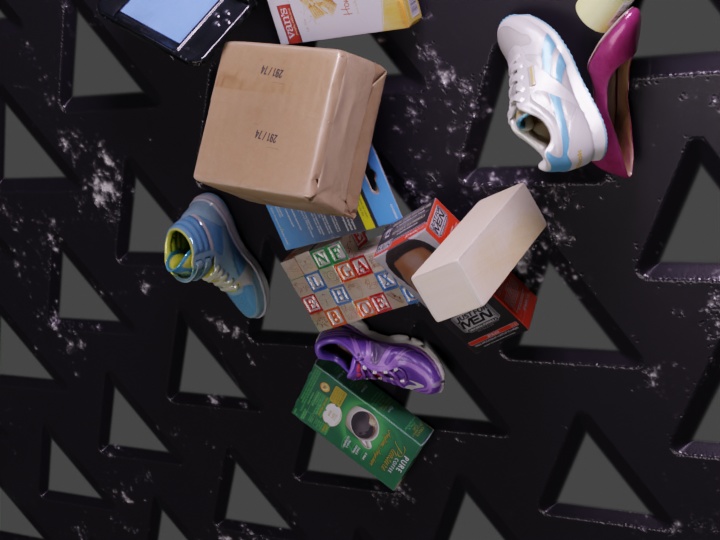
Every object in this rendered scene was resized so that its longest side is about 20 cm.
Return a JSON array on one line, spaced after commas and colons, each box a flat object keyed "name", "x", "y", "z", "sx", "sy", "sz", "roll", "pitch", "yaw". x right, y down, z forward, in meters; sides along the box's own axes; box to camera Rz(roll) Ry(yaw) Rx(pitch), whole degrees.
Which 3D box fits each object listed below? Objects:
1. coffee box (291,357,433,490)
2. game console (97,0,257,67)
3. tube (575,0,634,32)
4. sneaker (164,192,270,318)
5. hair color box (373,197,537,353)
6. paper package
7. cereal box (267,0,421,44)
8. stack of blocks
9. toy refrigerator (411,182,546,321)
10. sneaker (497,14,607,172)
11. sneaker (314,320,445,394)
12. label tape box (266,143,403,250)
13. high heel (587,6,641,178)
[{"name": "coffee box", "x": 0.001, "y": 0.222, "z": 1.914, "sx": 0.199, "sy": 0.044, "sz": 0.124, "roll": 35, "pitch": 132, "yaw": 10}, {"name": "game console", "x": -0.231, "y": -0.380, "z": 1.616, "sx": 0.199, "sy": 0.176, "sz": 0.117, "roll": 31, "pitch": 163, "yaw": 29}, {"name": "tube", "x": 0.295, "y": -0.335, "z": 1.350, "sx": 0.201, "sy": 0.051, "sz": 0.059, "roll": -54, "pitch": 46, "yaw": 47}, {"name": "sneaker", "x": -0.214, "y": 0.004, "z": 1.860, "sx": 0.079, "sy": 0.131, "sz": 0.202, "roll": -18, "pitch": 108, "yaw": 38}, {"name": "hair color box", "x": 0.122, "y": 0.010, "z": 1.651, "sx": 0.200, "sy": 0.062, "sz": 0.101, "roll": 42, "pitch": 135, "yaw": -20}, {"name": "paper package", "x": -0.086, "y": -0.176, "z": 1.597, "sx": 0.198, "sy": 0.103, "sz": 0.194, "roll": 10, "pitch": 85, "yaw": 38}, {"name": "cereal box", "x": -0.032, "y": -0.356, "z": 1.570, "sx": 0.197, "sy": 0.040, "sz": 0.146, "roll": -2, "pitch": 116, "yaw": 35}, {"name": "stack of blocks", "x": 0.000, "y": 0.000, "z": 1.763, "sx": 0.198, "sy": 0.059, "sz": 0.116, "roll": -18, "pitch": 107, "yaw": 40}, {"name": "toy refrigerator", "x": 0.147, "y": -0.021, "z": 1.556, "sx": 0.075, "sy": 0.200, "sz": 0.071, "roll": -22, "pitch": 105, "yaw": 39}, {"name": "sneaker", "x": 0.197, "y": -0.201, "z": 1.447, "sx": 0.077, "sy": 0.080, "sz": 0.202, "roll": 102, "pitch": 146, "yaw": -61}, {"name": "sneaker", "x": 0.024, "y": 0.134, "z": 1.816, "sx": 0.197, "sy": 0.083, "sz": 0.082, "roll": 18, "pitch": 127, "yaw": 22}, {"name": "label tape box", "x": -0.038, "y": -0.121, "z": 1.707, "sx": 0.198, "sy": 0.063, "sz": 0.146, "roll": -12, "pitch": 111, "yaw": 34}, {"name": "high heel", "x": 0.294, "y": -0.195, "z": 1.436, "sx": 0.096, "sy": 0.067, "sz": 0.201, "roll": 40, "pitch": 148, "yaw": 19}]
